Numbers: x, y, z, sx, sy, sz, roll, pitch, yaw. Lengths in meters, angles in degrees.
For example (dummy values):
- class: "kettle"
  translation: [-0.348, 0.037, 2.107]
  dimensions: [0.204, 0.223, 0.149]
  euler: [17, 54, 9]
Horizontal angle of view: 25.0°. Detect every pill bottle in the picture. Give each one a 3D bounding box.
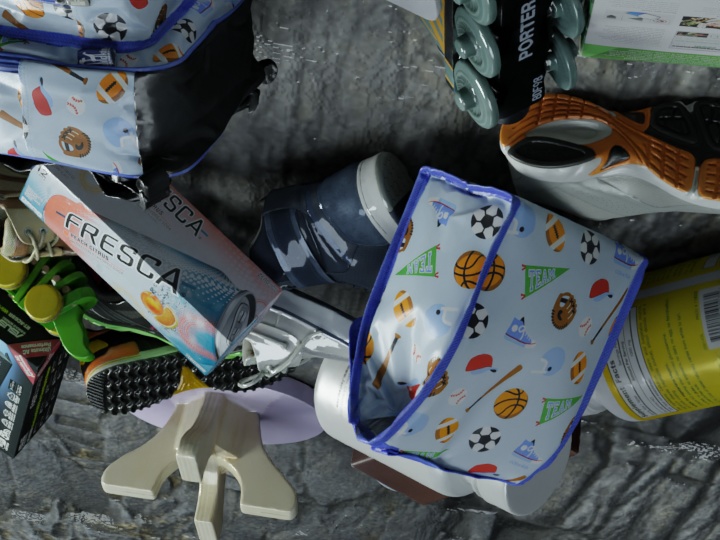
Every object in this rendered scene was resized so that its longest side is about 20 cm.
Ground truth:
- class: "pill bottle"
  translation: [0.068, 0.120, 1.331]
  dimensions: [0.199, 0.115, 0.115]
  euler: [23, 159, 37]
- class: "pill bottle"
  translation: [0.242, 0.054, 1.255]
  dimensions: [0.199, 0.113, 0.112]
  euler: [-16, 140, 35]

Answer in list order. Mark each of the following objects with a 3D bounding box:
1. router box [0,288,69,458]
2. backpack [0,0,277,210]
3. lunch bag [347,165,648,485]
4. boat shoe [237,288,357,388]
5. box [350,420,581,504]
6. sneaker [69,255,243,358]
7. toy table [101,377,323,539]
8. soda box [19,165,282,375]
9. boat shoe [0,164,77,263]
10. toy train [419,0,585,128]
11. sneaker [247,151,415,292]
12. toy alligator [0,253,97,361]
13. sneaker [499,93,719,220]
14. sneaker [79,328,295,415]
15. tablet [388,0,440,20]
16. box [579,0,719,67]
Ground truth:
- class: "router box"
  translation: [-0.335, 0.064, 1.421]
  dimensions: [0.149, 0.062, 0.200]
  euler: [36, 145, 4]
- class: "backpack"
  translation: [-0.172, -0.137, 1.007]
  dimensions: [0.189, 0.200, 0.155]
  euler: [-1, 114, 18]
- class: "lunch bag"
  translation: [0.089, 0.048, 1.171]
  dimensions: [0.169, 0.202, 0.123]
  euler: [19, -178, -40]
- class: "boat shoe"
  translation: [-0.073, 0.054, 1.290]
  dimensions: [0.201, 0.087, 0.075]
  euler: [22, -178, -10]
- class: "box"
  translation: [0.095, 0.143, 1.469]
  dimensions: [0.100, 0.075, 0.199]
  euler: [32, 139, -32]
- class: "sneaker"
  translation: [-0.150, 0.020, 1.339]
  dimensions: [0.198, 0.077, 0.084]
  euler: [7, 151, 2]
- class: "toy table"
  translation: [-0.138, 0.166, 1.523]
  dimensions: [0.198, 0.118, 0.184]
  euler: [0, 146, 16]
- class: "soda box"
  translation: [-0.158, -0.020, 1.210]
  dimensions: [0.200, 0.068, 0.064]
  euler: [43, 144, 2]
- class: "boat shoe"
  translation: [-0.262, -0.038, 1.272]
  dimensions: [0.198, 0.074, 0.076]
  euler: [13, 137, -5]
- class: "toy train"
  translation: [0.076, -0.172, 0.958]
  dimensions: [0.085, 0.114, 0.200]
  euler: [-26, 153, -9]
- class: "sneaker"
  translation: [0.000, -0.002, 1.256]
  dimensions: [0.145, 0.077, 0.203]
  euler: [-17, 133, 24]
- class: "toy alligator"
  translation: [-0.274, -0.006, 1.317]
  dimensions: [0.200, 0.054, 0.059]
  euler: [41, 172, 17]
- class: "sneaker"
  translation: [0.197, -0.069, 1.128]
  dimensions: [0.198, 0.076, 0.092]
  euler: [11, 156, 12]
- class: "sneaker"
  translation: [-0.149, 0.060, 1.416]
  dimensions: [0.198, 0.090, 0.070]
  euler: [-11, 132, -15]
- class: "tablet"
  translation: [-0.042, -0.220, 0.921]
  dimensions: [0.199, 0.014, 0.131]
  euler: [28, 154, 23]
- class: "box"
  translation: [0.202, -0.153, 0.937]
  dimensions: [0.143, 0.037, 0.200]
  euler: [6, 175, 5]
